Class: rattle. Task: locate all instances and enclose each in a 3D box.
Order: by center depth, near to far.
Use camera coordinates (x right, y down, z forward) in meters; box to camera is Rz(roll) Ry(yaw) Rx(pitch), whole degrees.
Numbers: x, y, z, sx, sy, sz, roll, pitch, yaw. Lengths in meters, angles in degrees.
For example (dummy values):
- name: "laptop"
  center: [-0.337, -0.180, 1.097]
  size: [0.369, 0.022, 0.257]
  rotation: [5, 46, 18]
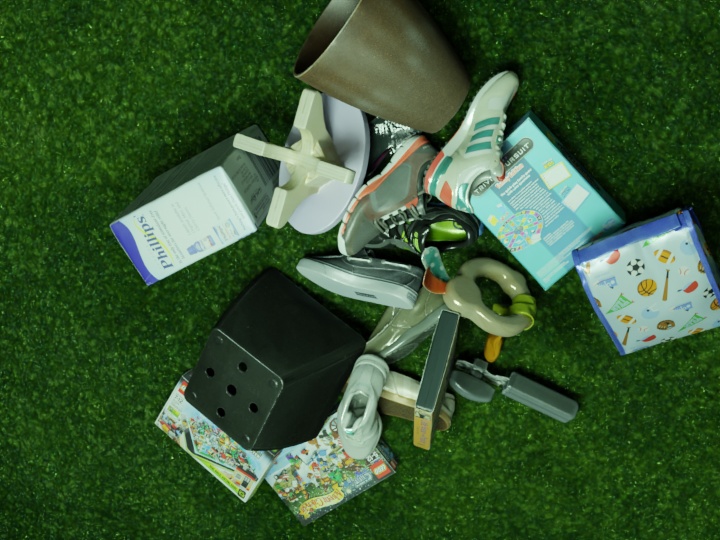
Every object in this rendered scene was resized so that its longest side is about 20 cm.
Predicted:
- name: "rattle"
  center: [0.140, 0.051, 1.628]
  size: [0.197, 0.133, 0.143]
  rotation: [5, 159, -29]

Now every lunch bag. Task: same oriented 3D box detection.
- name: "lunch bag"
  center: [0.388, 0.002, 1.530]
  size: [0.168, 0.126, 0.200]
  rotation: [-21, 141, 20]

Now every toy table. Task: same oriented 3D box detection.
- name: "toy table"
  center: [-0.071, -0.152, 1.564]
  size: [0.181, 0.117, 0.204]
  rotation: [7, 92, 23]

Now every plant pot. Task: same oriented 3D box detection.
- name: "plant pot"
  center: [0.043, -0.276, 1.509]
  size: [0.199, 0.188, 0.187]
  rotation: [34, 117, -19]
- name: "plant pot"
  center: [-0.143, 0.150, 1.689]
  size: [0.199, 0.177, 0.201]
  rotation: [36, 117, 14]

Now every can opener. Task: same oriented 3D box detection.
- name: "can opener"
  center: [0.227, 0.183, 1.708]
  size: [0.197, 0.053, 0.068]
  rotation: [21, 76, 0]

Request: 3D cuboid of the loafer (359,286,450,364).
- name: "loafer"
  center: [0.063, 0.082, 1.708]
  size: [0.199, 0.075, 0.070]
  rotation: [-36, 71, 24]

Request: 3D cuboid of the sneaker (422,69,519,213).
- name: "sneaker"
  center: [0.171, -0.167, 1.532]
  size: [0.093, 0.070, 0.201]
  rotation: [35, 89, 19]

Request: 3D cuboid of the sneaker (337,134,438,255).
- name: "sneaker"
  center: [0.048, -0.093, 1.584]
  size: [0.082, 0.077, 0.201]
  rotation: [39, 90, 19]

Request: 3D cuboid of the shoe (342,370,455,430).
- name: "shoe"
  center: [0.052, 0.188, 1.762]
  size: [0.197, 0.054, 0.070]
  rotation: [19, 150, 11]

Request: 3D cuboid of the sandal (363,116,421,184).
- name: "sandal"
  center: [0.008, -0.169, 1.618]
  size: [0.075, 0.048, 0.200]
  rotation: [44, 114, -7]

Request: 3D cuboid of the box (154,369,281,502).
- name: "box"
  center: [-0.229, 0.266, 1.840]
  size: [0.199, 0.035, 0.111]
  rotation: [38, 116, 10]

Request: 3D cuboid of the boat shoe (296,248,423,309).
- name: "boat shoe"
  center: [0.000, 0.000, 1.683]
  size: [0.197, 0.069, 0.072]
  rotation: [13, 160, 29]

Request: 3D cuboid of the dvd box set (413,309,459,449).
- name: "dvd box set"
  center: [0.107, 0.159, 1.626]
  size: [0.029, 0.149, 0.201]
  rotation: [14, 159, 8]

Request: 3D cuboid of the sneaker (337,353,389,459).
- name: "sneaker"
  center: [-0.007, 0.223, 1.708]
  size: [0.074, 0.089, 0.203]
  rotation: [15, 130, 9]

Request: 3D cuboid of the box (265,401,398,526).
- name: "box"
  center: [-0.055, 0.309, 1.839]
  size: [0.199, 0.038, 0.137]
  rotation: [-34, 101, 23]

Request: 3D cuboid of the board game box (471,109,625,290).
- name: "board game box"
  center: [0.248, -0.097, 1.593]
  size: [0.200, 0.047, 0.151]
  rotation: [46, 114, -8]

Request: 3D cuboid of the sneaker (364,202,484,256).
- name: "sneaker"
  center: [0.077, -0.060, 1.629]
  size: [0.196, 0.083, 0.072]
  rotation: [0, 113, 14]

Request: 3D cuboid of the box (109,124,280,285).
- name: "box"
  center: [-0.225, -0.095, 1.630]
  size: [0.197, 0.184, 0.106]
  rotation: [-24, 108, 22]
